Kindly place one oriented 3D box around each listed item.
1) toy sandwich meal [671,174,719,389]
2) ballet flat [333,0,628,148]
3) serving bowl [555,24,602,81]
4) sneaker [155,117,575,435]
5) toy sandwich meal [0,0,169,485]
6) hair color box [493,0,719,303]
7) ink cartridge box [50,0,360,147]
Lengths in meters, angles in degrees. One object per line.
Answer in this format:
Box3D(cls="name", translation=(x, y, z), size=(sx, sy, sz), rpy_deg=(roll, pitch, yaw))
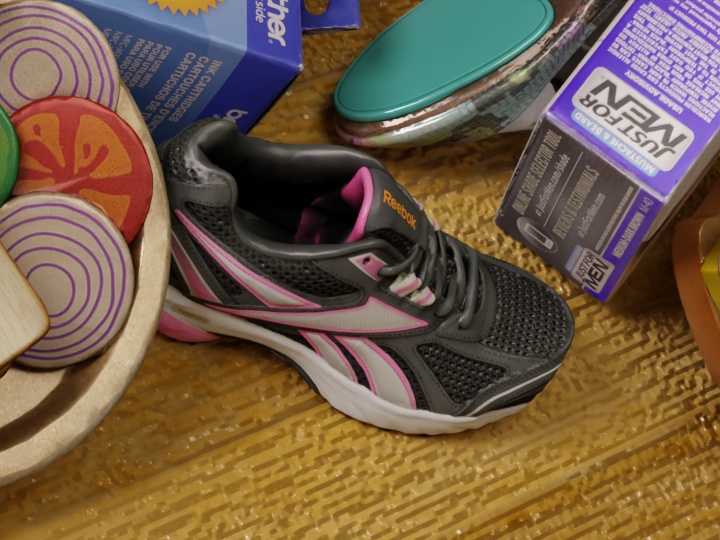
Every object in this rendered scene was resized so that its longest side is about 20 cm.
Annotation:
Box3D(cls="toy sandwich meal", translation=(0.202, -0.017, 1.155), size=(0.205, 0.070, 0.206), rpy_deg=(15, 72, -55))
Box3D(cls="ballet flat", translation=(0.076, -0.104, 1.126), size=(0.200, 0.071, 0.069), rpy_deg=(-44, 47, -11))
Box3D(cls="serving bowl", translation=(0.105, -0.179, 1.223), size=(0.199, 0.066, 0.201), rpy_deg=(18, 52, -25))
Box3D(cls="sneaker", translation=(0.000, 0.000, 1.017), size=(0.199, 0.086, 0.081), rpy_deg=(14, 56, -28))
Box3D(cls="toy sandwich meal", translation=(-0.148, -0.017, 0.895), size=(0.204, 0.070, 0.206), rpy_deg=(5, 77, -23))
Box3D(cls="hair color box", translation=(0.140, -0.094, 1.111), size=(0.065, 0.109, 0.200), rpy_deg=(37, 69, 7))
Box3D(cls="ink cartridge box", translation=(-0.097, -0.127, 1.043), size=(0.199, 0.076, 0.137), rpy_deg=(16, 54, -28))
